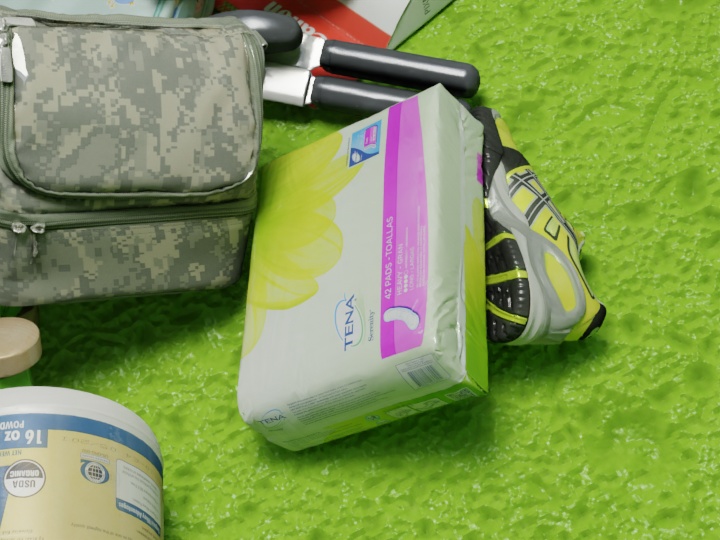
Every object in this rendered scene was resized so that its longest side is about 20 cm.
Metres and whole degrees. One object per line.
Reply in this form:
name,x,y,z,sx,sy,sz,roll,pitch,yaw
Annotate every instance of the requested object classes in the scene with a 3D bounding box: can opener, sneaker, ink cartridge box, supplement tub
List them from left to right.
supplement tub,-0.178,0.182,0.795,0.143,0.145,0.202,-10,55,4
can opener,-0.017,-0.141,1.014,0.198,0.067,0.054,11,81,11
ink cartridge box,-0.017,-0.232,1.103,0.200,0.050,0.162,-40,58,-20
sneaker,0.099,-0.025,0.939,0.076,0.076,0.201,13,43,-24

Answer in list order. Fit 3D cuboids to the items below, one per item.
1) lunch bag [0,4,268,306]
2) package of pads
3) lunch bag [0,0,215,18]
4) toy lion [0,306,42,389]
lunch bag,-0.162,-0.082,0.906,0.198,0.169,0.139,-3,29,-31
package of pads,0.000,0.000,0.899,0.154,0.068,0.202,-22,49,31
lunch bag,-0.196,-0.173,1.077,0.159,0.077,0.202,4,58,16
toy lion,-0.298,0.042,0.911,0.190,0.069,0.200,-10,30,-12
